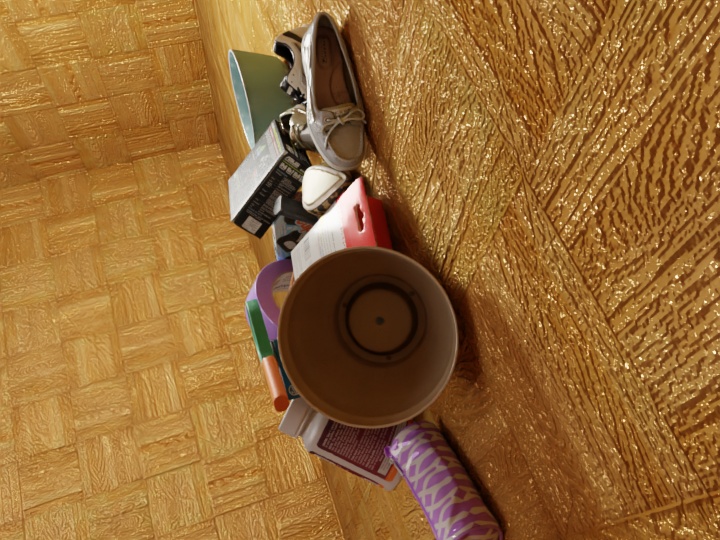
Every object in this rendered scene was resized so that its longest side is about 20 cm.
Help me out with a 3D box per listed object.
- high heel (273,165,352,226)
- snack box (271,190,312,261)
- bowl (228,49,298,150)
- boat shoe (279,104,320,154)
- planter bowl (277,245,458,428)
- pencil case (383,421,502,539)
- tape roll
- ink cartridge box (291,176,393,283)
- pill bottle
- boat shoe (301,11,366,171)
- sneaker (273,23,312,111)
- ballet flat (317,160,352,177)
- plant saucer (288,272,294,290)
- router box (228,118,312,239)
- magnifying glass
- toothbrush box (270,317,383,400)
[{"bbox_3d":[-0.026,-0.101,0.928,0.200,0.142,0.072,-14,67,56],"label":"high heel"},{"bbox_3d":[-0.112,-0.077,1.206,0.200,0.116,0.037,94,160,-55],"label":"snack box"},{"bbox_3d":[-0.190,-0.350,1.249,0.201,0.105,0.201,164,90,-76],"label":"bowl"},{"bbox_3d":[-0.081,-0.225,1.018,0.200,0.068,0.075,-128,26,-59],"label":"boat shoe"},{"bbox_3d":[0.017,0.069,0.736,0.135,0.200,0.201,-24,-81,-79],"label":"planter bowl"},{"bbox_3d":[0.102,0.284,0.803,0.200,0.085,0.084,-128,27,-56],"label":"pencil case"},{"bbox_3d":[-0.118,0.073,1.201,0.066,0.200,0.200,-56,46,40],"label":"tape roll"},{"bbox_3d":[-0.018,-0.024,0.854,0.200,0.067,0.116,-42,49,45],"label":"ink cartridge box"},{"bbox_3d":[-0.018,0.248,0.968,0.114,0.200,0.114,-64,0,0],"label":"pill bottle"},{"bbox_3d":[-0.036,-0.234,0.820,0.065,0.074,0.202,162,99,-81],"label":"boat shoe"},{"bbox_3d":[-0.069,-0.255,0.897,0.076,0.088,0.200,135,118,-73],"label":"sneaker"},{"bbox_3d":[-0.055,-0.147,1.016,0.200,0.069,0.063,134,142,-72],"label":"ballet flat"},{"bbox_3d":[-0.082,0.026,1.053,0.200,0.037,0.201,-167,90,-71],"label":"plant saucer"},{"bbox_3d":[-0.160,-0.164,1.075,0.062,0.150,0.200,32,-163,-26],"label":"router box"},{"bbox_3d":[-0.123,0.107,0.803,0.200,0.022,0.080,-125,25,-54],"label":"magnifying glass"},{"bbox_3d":[-0.024,0.114,0.881,0.146,0.200,0.085,146,109,-75],"label":"toothbrush box"}]
